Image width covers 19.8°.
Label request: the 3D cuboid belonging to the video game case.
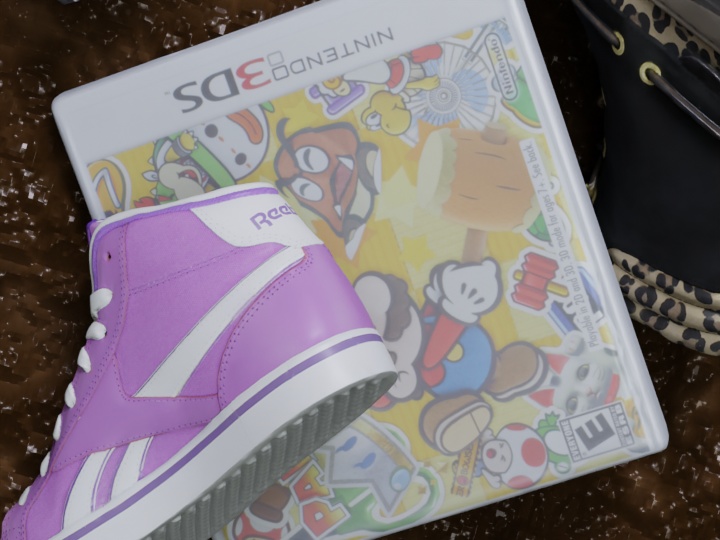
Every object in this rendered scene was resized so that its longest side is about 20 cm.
[{"bbox_3d":[0.000,0.000,0.780,0.181,0.023,0.201,-18,99,11],"label":"video game case"}]

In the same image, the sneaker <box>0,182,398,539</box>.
[{"bbox_3d":[-0.085,0.045,0.765,0.200,0.073,0.115,-38,74,20],"label":"sneaker"}]

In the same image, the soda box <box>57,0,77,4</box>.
[{"bbox_3d":[-0.046,-0.180,0.760,0.200,0.068,0.064,-37,101,-7],"label":"soda box"}]

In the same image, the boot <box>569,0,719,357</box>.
[{"bbox_3d":[0.104,-0.073,0.782,0.073,0.200,0.151,-25,139,-31],"label":"boot"}]
